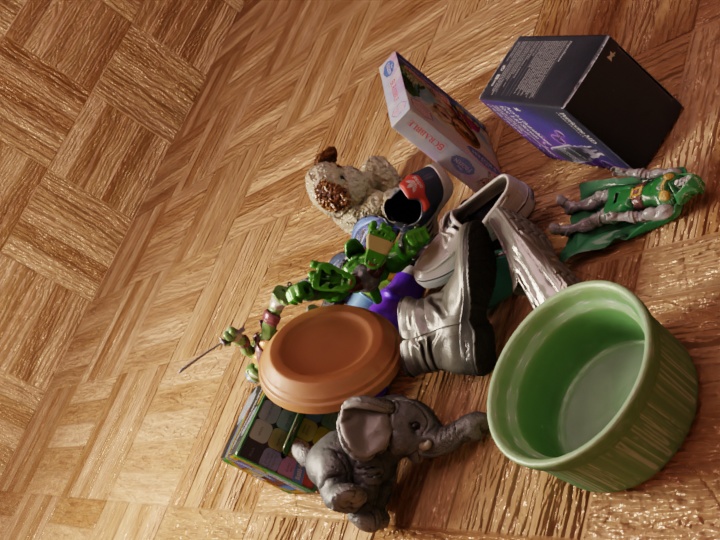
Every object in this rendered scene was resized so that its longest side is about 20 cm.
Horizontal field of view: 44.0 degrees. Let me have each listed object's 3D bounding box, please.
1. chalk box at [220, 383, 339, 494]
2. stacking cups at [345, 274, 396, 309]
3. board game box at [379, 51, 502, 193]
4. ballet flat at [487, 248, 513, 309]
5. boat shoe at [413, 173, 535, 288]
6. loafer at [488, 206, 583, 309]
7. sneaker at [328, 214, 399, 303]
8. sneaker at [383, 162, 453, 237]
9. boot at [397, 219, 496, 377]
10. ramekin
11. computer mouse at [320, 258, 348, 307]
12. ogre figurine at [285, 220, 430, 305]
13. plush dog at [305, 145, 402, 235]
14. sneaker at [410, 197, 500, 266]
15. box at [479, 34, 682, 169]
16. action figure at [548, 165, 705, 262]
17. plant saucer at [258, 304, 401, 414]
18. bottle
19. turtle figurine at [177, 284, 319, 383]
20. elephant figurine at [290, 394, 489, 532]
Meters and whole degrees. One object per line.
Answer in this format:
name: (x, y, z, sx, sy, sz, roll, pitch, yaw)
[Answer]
chalk box: (-0.104, 0.232, 1.249, 0.125, 0.124, 0.200, -65, 10, -19)
stacking cups: (0.000, 0.054, 1.399, 0.200, 0.060, 0.061, -54, 26, 6)
board game box: (0.121, -0.218, 1.339, 0.041, 0.200, 0.200, -44, 29, 25)
ballet flat: (0.142, 0.030, 1.180, 0.200, 0.067, 0.070, -44, 12, 22)
boat shoe: (0.137, -0.053, 1.176, 0.200, 0.066, 0.072, -37, 44, 26)
loafer: (0.203, -0.001, 1.065, 0.070, 0.070, 0.200, -55, 39, 26)
sneaker: (0.007, -0.015, 1.457, 0.200, 0.075, 0.079, 125, 148, -43)
sneaker: (0.070, -0.077, 1.311, 0.075, 0.084, 0.200, 54, 154, 28)
boot: (0.100, 0.038, 1.127, 0.130, 0.068, 0.200, -1, 87, 38)
ramekin: (0.230, 0.119, 0.879, 0.200, 0.098, 0.200, -41, 29, 29)
computer mouse: (-0.032, 0.031, 1.383, 0.200, 0.034, 0.059, 118, 174, -70)
ogre figurine: (0.000, 0.000, 1.228, 0.200, 0.098, 0.120, -44, -12, -2)
plush dog: (-0.020, -0.123, 1.507, 0.161, 0.172, 0.200, -49, 28, 17)
sneaker: (0.150, -0.054, 1.266, 0.200, 0.060, 0.104, -9, 56, 50)
box: (0.273, -0.213, 1.126, 0.104, 0.148, 0.200, -57, 25, -1)
action figure: (0.307, -0.079, 1.024, 0.200, 0.055, 0.118, -16, 52, 53)
plant saucer: (-0.043, 0.109, 1.200, 0.200, 0.038, 0.200, -9, 35, 7)
bottle: (0.037, 0.088, 1.290, 0.083, 0.065, 0.200, 7, 66, 54)
turtle figurine: (-0.153, 0.136, 1.468, 0.144, 0.200, 0.194, 45, 117, 25)
elephant figurine: (0.034, 0.206, 1.094, 0.200, 0.155, 0.142, -56, 13, 5)
